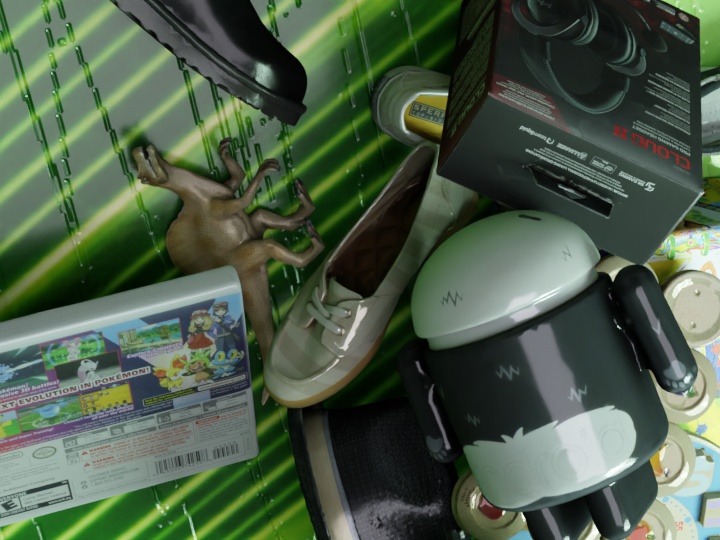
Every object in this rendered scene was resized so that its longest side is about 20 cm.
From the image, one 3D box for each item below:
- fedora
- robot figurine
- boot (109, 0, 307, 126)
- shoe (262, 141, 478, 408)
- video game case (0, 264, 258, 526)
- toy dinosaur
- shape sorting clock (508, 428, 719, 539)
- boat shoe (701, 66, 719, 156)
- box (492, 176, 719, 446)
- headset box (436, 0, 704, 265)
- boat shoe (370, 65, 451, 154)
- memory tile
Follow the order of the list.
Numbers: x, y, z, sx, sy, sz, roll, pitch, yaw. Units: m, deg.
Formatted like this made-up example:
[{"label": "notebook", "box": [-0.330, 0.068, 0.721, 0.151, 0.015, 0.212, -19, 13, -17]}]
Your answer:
[{"label": "fedora", "box": [0.023, 0.157, 1.133, 0.091, 0.201, 0.202, -18, 111, 5]}, {"label": "robot figurine", "box": [0.109, 0.063, 1.010, 0.150, 0.125, 0.201, -24, 96, -9]}, {"label": "boot", "box": [-0.078, -0.205, 1.054, 0.211, 0.079, 0.158, 39, 94, -22]}, {"label": "shoe", "box": [0.000, 0.000, 1.099, 0.200, 0.070, 0.053, -52, 146, -15]}, {"label": "video game case", "box": [-0.169, 0.086, 1.107, 0.199, 0.023, 0.183, -14, 139, -11]}, {"label": "toy dinosaur", "box": [-0.077, -0.017, 1.137, 0.101, 0.058, 0.201, -25, 112, 10]}, {"label": "shape sorting clock", "box": [0.178, 0.193, 1.146, 0.199, 0.039, 0.201, -7, 118, -13]}, {"label": "boat shoe", "box": [0.293, -0.123, 1.194, 0.199, 0.060, 0.076, -20, 111, -9]}, {"label": "box", "box": [0.201, 0.052, 1.189, 0.191, 0.122, 0.201, -6, 108, -13]}, {"label": "headset box", "box": [0.134, -0.106, 1.067, 0.148, 0.201, 0.077, 23, 132, -11]}, {"label": "boat shoe", "box": [0.108, -0.093, 1.146, 0.199, 0.070, 0.071, 14, 103, -19]}, {"label": "memory tile", "box": [0.150, 0.087, 1.085, 0.152, 0.017, 0.201, 13, 91, -8]}]
